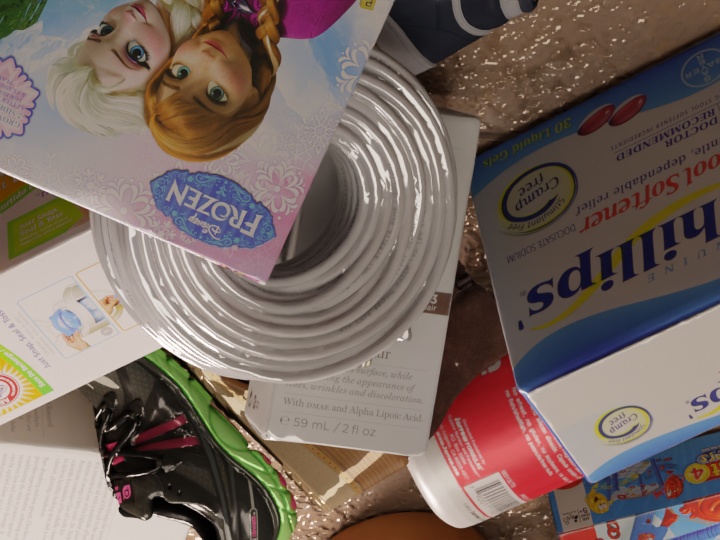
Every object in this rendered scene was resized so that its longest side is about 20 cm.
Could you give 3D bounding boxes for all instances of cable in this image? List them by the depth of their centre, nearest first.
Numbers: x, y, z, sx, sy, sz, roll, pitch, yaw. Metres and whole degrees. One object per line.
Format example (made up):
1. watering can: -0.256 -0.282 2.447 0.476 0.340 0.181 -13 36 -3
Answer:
1. cable: -0.045 -0.036 1.454 0.200 0.069 0.200 1 102 -22

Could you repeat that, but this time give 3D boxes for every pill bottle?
1. pill bottle: 0.126 0.075 1.694 0.200 0.112 0.112 -25 132 13

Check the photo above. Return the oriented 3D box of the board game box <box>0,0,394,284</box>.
1. board game box: -0.097 -0.121 1.358 0.200 0.041 0.200 23 93 -22

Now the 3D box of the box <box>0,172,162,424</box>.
1. box: -0.164 -0.011 1.563 0.200 0.113 0.101 -26 130 12

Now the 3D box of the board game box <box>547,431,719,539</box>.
1. board game box: 0.243 0.200 1.870 0.196 0.056 0.200 -15 133 5

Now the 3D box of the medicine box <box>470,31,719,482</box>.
1. medicine box: 0.175 -0.009 1.563 0.182 0.200 0.103 -27 132 15

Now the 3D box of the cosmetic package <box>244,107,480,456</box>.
1. cosmetic package: 0.000 0.000 1.560 0.102 0.074 0.200 7 97 -13

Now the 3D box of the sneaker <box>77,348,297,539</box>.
1. sneaker: -0.126 0.105 1.634 0.200 0.084 0.077 45 161 1

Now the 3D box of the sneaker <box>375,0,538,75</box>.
1. sneaker: 0.025 -0.190 1.456 0.108 0.070 0.200 -22 140 18

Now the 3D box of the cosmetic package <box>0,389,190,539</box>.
1. cosmetic package: -0.203 0.121 1.709 0.200 0.071 0.101 7 131 -16

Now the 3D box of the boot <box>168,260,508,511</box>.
1. boot: -0.023 0.029 1.651 0.166 0.200 0.072 -44 175 -9

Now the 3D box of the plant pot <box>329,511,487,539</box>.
1. plant pot: 0.036 0.259 1.832 0.200 0.140 0.200 -5 134 -5
